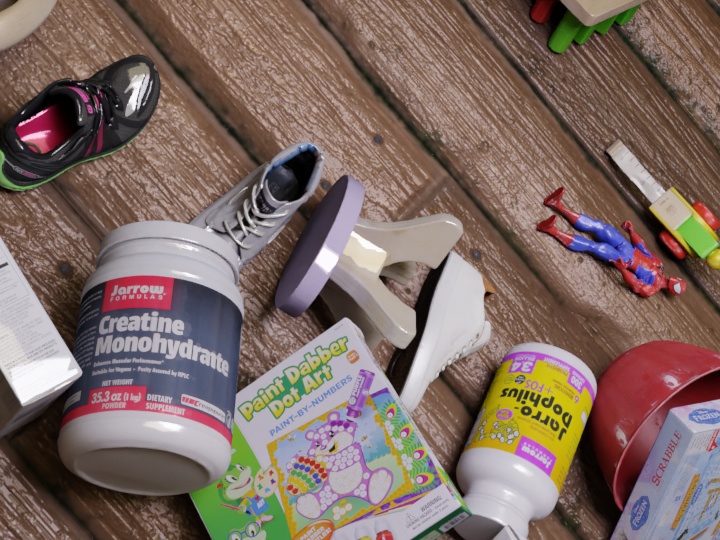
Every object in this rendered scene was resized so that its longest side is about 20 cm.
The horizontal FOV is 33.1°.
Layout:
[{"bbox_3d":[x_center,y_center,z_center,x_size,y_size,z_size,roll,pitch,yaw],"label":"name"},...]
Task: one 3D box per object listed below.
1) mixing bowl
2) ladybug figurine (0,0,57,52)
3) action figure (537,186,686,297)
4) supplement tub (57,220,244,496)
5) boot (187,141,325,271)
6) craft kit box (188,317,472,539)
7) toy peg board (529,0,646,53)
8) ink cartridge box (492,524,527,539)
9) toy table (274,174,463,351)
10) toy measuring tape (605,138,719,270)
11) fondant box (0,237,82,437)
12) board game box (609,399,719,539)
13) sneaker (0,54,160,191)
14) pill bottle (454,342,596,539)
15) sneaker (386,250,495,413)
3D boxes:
[{"bbox_3d":[0.314,0.148,1.280,0.199,0.201,0.108,-7,38,-32],"label":"mixing bowl"},{"bbox_3d":[-0.362,-0.252,1.104,0.200,0.072,0.136,-35,90,-35],"label":"ladybug figurine"},{"bbox_3d":[0.301,-0.023,1.412,0.200,0.052,0.066,31,54,-19],"label":"action figure"},{"bbox_3d":[-0.171,0.074,1.015,0.140,0.140,0.201,16,57,-24],"label":"supplement tub"},{"bbox_3d":[-0.111,-0.051,1.153,0.074,0.096,0.200,42,55,-8],"label":"boot"},{"bbox_3d":[-0.040,0.175,1.025,0.200,0.049,0.198,-36,60,4],"label":"craft kit box"},{"bbox_3d":[0.265,-0.378,1.524,0.200,0.098,0.199,-28,70,-36],"label":"toy peg board"},{"bbox_3d":[0.164,0.355,1.107,0.200,0.084,0.146,43,93,-10],"label":"ink cartridge box"},{"bbox_3d":[0.000,0.000,1.157,0.117,0.184,0.200,31,35,-11],"label":"toy table"},{"bbox_3d":[0.375,-0.076,1.475,0.073,0.074,0.200,-24,66,-35],"label":"toy measuring tape"},{"bbox_3d":[-0.314,0.029,0.972,0.058,0.144,0.200,-29,86,-33],"label":"fondant box"},{"bbox_3d":[0.370,0.220,1.268,0.199,0.201,0.041,-4,35,-32],"label":"board game box"},{"bbox_3d":[-0.253,-0.141,1.114,0.077,0.084,0.200,49,55,-4],"label":"sneaker"},{"bbox_3d":[0.160,0.178,1.209,0.104,0.104,0.200,36,57,-13],"label":"pill bottle"},{"bbox_3d":[0.090,0.074,1.230,0.085,0.073,0.200,34,56,-11],"label":"sneaker"}]
